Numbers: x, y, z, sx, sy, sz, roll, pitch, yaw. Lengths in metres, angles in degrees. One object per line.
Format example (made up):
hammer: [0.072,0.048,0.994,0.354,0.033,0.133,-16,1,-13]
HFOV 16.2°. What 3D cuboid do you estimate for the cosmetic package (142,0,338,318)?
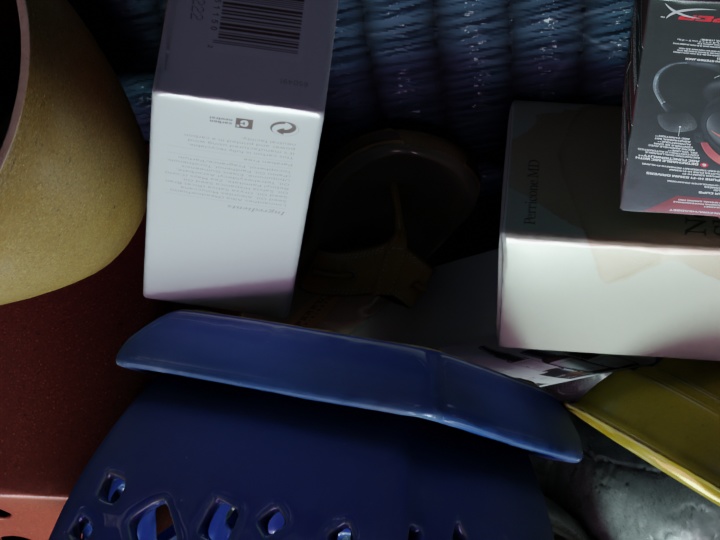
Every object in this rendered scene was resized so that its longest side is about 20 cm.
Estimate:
cosmetic package: [-0.053,-0.068,1.102,0.071,0.102,0.200,7,154,-2]

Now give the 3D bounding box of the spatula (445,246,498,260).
spatula: [0.132,-0.015,1.266,0.199,0.021,0.056,-14,153,33]

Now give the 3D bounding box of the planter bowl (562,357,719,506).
planter bowl: [0.202,0.081,1.211,0.200,0.084,0.200,32,178,1]

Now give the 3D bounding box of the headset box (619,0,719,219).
headset box: [0.185,-0.086,1.043,0.148,0.075,0.200,3,154,4]

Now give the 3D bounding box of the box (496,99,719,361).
box: [0.163,-0.016,1.161,0.199,0.095,0.078,3,138,3]

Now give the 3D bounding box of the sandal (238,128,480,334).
sandal: [0.000,0.000,1.266,0.080,0.054,0.200,12,141,-25]

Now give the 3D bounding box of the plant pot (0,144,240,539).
plant pot: [-0.165,0.058,1.300,0.199,0.177,0.200,1,154,8]

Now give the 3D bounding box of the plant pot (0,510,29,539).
plant pot: [-0.176,0.152,1.470,0.199,0.140,0.200,0,140,0]

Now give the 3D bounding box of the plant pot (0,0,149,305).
plant pot: [-0.174,-0.059,1.089,0.186,0.187,0.200,-6,168,22]

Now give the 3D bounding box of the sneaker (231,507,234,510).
sneaker: [-0.046,0.101,1.486,0.082,0.075,0.200,-12,152,26]

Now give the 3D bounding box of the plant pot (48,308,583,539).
plant pot: [-0.016,0.122,1.185,0.199,0.181,0.200,9,174,29]

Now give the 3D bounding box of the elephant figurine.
elephant figurine: [0.119,0.114,1.438,0.199,0.142,0.156,21,125,2]

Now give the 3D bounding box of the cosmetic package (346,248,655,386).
cosmetic package: [0.059,0.032,1.312,0.082,0.051,0.200,18,160,-31]
